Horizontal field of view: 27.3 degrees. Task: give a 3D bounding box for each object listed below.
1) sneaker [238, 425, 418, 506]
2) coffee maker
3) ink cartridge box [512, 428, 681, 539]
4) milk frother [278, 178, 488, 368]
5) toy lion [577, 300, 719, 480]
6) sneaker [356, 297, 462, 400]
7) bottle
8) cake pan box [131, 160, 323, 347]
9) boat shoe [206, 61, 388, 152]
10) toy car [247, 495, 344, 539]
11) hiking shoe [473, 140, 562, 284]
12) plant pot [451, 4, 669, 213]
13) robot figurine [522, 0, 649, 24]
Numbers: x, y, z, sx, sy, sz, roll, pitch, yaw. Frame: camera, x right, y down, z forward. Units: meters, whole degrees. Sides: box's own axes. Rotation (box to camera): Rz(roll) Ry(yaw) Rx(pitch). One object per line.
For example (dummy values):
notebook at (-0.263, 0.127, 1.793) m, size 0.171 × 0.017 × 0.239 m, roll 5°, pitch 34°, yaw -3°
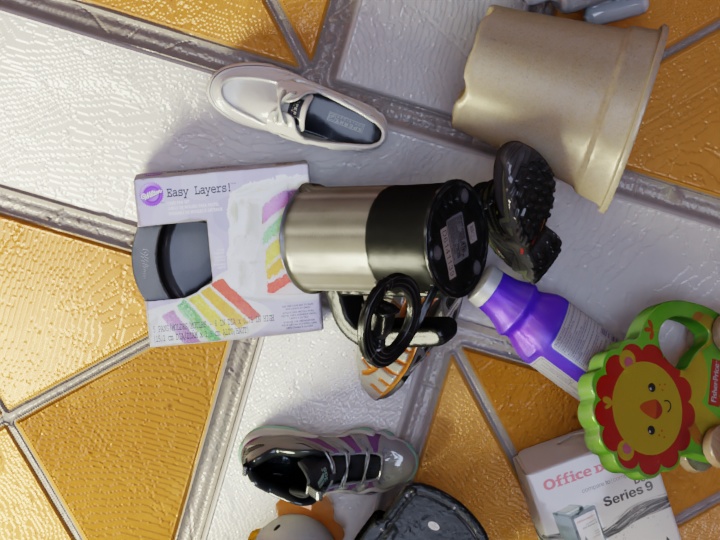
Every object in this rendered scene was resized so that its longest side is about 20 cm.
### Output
sneaker at (-0.032, 0.218, 1.579) m, size 0.198 × 0.140 × 0.078 m, roll 1°, pitch 98°, yaw -3°
coffee maker at (0.036, 0.313, 1.556) m, size 0.191 × 0.200 × 0.135 m, roll -29°, pitch 82°, yaw -5°
ink cartridge box at (0.269, 0.281, 1.637) m, size 0.145 × 0.084 × 0.201 m, roll -20°, pitch 98°, yaw -1°
milk frother at (0.000, 0.000, 1.475) m, size 0.187 × 0.199 × 0.182 m, roll 0°, pitch 92°, yaw 36°
toy lion at (0.318, 0.125, 1.572) m, size 0.190 × 0.069 × 0.202 m, roll 17°, pitch 72°, yaw -22°
sneaker at (0.064, 0.056, 1.600) m, size 0.077 × 0.078 × 0.201 m, roll 10°, pitch 116°, yaw -44°
bottle at (0.208, 0.070, 1.605) m, size 0.199 × 0.084 × 0.065 m, roll 35°, pitch 139°, yaw -8°
cake pan box at (-0.144, -0.019, 1.585) m, size 0.198 × 0.052 × 0.186 m, roll -4°, pitch 96°, yaw -4°
boat shoe at (-0.065, -0.173, 1.559) m, size 0.198 × 0.065 × 0.074 m, roll 11°, pitch 98°, yaw -6°
toy car at (-0.098, 0.326, 1.602) m, size 0.176 × 0.184 × 0.201 m, roll 28°, pitch 67°, yaw -6°
hiking shoe at (0.146, -0.065, 1.525) m, size 0.100 × 0.201 × 0.076 m, roll 27°, pitch 64°, yaw 29°
plant pot at (0.198, -0.184, 1.527) m, size 0.182 × 0.200 × 0.202 m, roll 19°, pitch 97°, yaw 6°
robot figurine at (0.251, -0.337, 1.533) m, size 0.199 × 0.113 × 0.171 m, roll -19°, pitch 118°, yaw -1°
